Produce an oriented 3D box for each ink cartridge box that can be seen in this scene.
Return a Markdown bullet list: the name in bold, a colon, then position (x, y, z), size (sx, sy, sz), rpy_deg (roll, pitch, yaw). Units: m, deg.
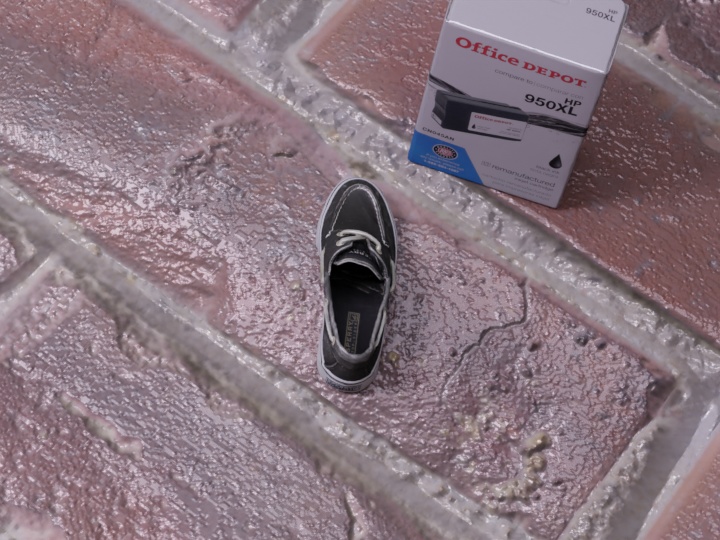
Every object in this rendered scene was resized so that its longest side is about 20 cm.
- **ink cartridge box**: position (0.130, -0.159, 1.734), size (0.144, 0.200, 0.085), rpy_deg (18, 57, 3)

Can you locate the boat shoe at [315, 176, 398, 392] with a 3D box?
- **boat shoe**: position (0.000, 0.000, 1.696), size (0.070, 0.064, 0.201), rpy_deg (5, 58, -6)
